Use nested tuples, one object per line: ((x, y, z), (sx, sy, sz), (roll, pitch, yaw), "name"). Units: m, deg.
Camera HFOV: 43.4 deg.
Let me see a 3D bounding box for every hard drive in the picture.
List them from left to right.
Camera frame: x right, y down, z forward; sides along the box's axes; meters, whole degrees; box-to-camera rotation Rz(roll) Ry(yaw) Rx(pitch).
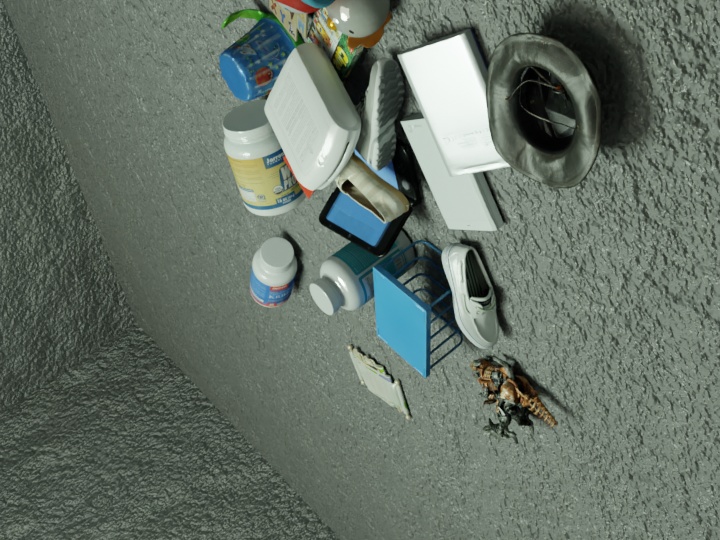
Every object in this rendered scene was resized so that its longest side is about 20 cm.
((0.146, -0.158, 1.448), (0.131, 0.026, 0.202), (8, 129, 59), "hard drive")
((0.145, -0.238, 1.314), (0.131, 0.025, 0.202), (-4, 118, 47), "hard drive")

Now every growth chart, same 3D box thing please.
((0.042, 0.266, 2.195), (0.199, 0.018, 0.146), (32, 146, 43), "growth chart")

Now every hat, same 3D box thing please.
((0.244, -0.210, 1.136), (0.200, 0.080, 0.203), (34, 141, 33), "hat")

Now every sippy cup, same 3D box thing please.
((-0.183, -0.379, 1.651), (0.177, 0.130, 0.141), (40, 152, 31), "sippy cup")

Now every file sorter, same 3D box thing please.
((0.114, 0.066, 1.675), (0.138, 0.122, 0.201), (39, 152, 31), "file sorter")

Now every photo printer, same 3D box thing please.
((-0.077, -0.249, 1.511), (0.167, 0.069, 0.202), (-53, 55, 45), "photo printer")

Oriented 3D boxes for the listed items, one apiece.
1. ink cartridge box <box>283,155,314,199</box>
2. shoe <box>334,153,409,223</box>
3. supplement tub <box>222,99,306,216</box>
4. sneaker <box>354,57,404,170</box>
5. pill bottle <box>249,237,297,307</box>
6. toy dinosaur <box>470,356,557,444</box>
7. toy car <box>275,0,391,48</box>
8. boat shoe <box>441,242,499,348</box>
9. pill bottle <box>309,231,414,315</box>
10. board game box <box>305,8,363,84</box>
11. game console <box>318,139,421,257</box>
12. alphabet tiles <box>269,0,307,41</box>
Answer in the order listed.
((-0.091, -0.233, 1.655), (0.110, 0.050, 0.200), (57, 133, 21), "ink cartridge box")
((-0.005, -0.149, 1.539), (0.199, 0.053, 0.070), (39, 164, 26), "shoe")
((-0.195, -0.229, 1.848), (0.144, 0.144, 0.202), (30, 147, 43), "supplement tub")
((0.016, -0.257, 1.470), (0.081, 0.075, 0.202), (32, 137, 23), "sneaker")
((-0.213, 0.002, 2.217), (0.112, 0.112, 0.201), (48, 156, 14), "pill bottle")
((0.271, 0.235, 1.647), (0.200, 0.101, 0.138), (-124, 29, -60), "toy dinosaur")
((-0.029, -0.398, 1.316), (0.184, 0.176, 0.201), (41, 167, 51), "toy car")
((0.197, 0.049, 1.557), (0.067, 0.073, 0.202), (7, 127, 62), "boat shoe")
((0.000, 0.000, 1.708), (0.111, 0.199, 0.112), (41, 153, 27), "pill bottle")
((-0.043, -0.375, 1.481), (0.105, 0.023, 0.200), (55, 168, 0), "board game box")
((0.002, -0.152, 1.614), (0.199, 0.116, 0.178), (30, 146, 42), "game console")
((-0.131, -0.493, 1.524), (0.167, 0.006, 0.201), (55, 158, 27), "alphabet tiles")
